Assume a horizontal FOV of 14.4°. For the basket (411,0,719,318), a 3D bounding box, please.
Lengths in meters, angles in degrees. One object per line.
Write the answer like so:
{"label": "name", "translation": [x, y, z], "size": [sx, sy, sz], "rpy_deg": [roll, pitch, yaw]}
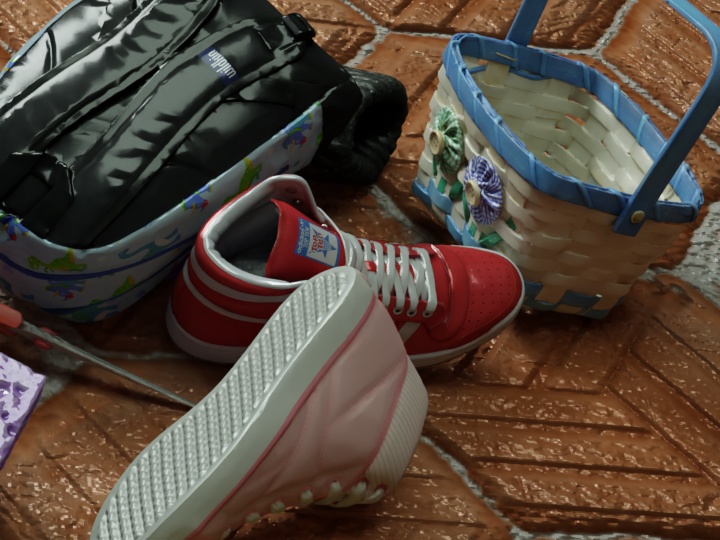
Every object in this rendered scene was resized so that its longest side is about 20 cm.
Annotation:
{"label": "basket", "translation": [0.125, -0.084, 1.628], "size": [0.139, 0.200, 0.176], "rpy_deg": [14, 26, -35]}

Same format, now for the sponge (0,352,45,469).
{"label": "sponge", "translation": [-0.261, 0.053, 1.374], "size": [0.200, 0.030, 0.112], "rpy_deg": [29, 59, -3]}

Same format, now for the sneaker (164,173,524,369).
{"label": "sneaker", "translation": [0.000, 0.000, 1.526], "size": [0.199, 0.113, 0.071], "rpy_deg": [-5, 62, -13]}

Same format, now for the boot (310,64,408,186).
{"label": "boot", "translation": [-0.076, -0.088, 1.676], "size": [0.157, 0.080, 0.211], "rpy_deg": [26, 35, 17]}

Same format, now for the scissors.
{"label": "scissors", "translation": [-0.177, 0.030, 1.491], "size": [0.199, 0.073, 0.014], "rpy_deg": [22, 72, 8]}

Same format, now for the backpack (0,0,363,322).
{"label": "backpack", "translation": [-0.127, -0.067, 1.540], "size": [0.163, 0.154, 0.200], "rpy_deg": [40, 50, 8]}

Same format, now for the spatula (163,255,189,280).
{"label": "spatula", "translation": [-0.045, -0.009, 1.625], "size": [0.199, 0.021, 0.057], "rpy_deg": [6, 47, -17]}

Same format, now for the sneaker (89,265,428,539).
{"label": "sneaker", "translation": [-0.040, 0.101, 1.423], "size": [0.200, 0.105, 0.075], "rpy_deg": [-48, 28, -24]}
